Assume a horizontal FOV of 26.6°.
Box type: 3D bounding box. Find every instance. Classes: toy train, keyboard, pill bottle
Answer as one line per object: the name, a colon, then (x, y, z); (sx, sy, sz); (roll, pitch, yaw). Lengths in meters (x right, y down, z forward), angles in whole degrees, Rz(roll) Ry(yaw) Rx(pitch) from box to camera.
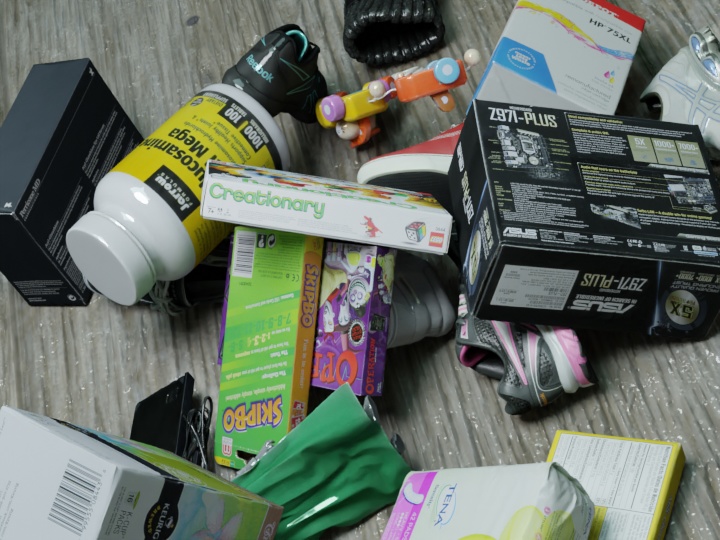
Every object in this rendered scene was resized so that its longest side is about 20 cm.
toy train: (0.033, -0.155, 1.422); (0.148, 0.056, 0.200); (-19, 6, -7)
keyboard: (-0.162, 0.184, 1.290); (0.104, 0.039, 0.202); (-30, 41, 34)
pill bottle: (-0.162, -0.065, 1.347); (0.112, 0.113, 0.200); (18, 52, 36)

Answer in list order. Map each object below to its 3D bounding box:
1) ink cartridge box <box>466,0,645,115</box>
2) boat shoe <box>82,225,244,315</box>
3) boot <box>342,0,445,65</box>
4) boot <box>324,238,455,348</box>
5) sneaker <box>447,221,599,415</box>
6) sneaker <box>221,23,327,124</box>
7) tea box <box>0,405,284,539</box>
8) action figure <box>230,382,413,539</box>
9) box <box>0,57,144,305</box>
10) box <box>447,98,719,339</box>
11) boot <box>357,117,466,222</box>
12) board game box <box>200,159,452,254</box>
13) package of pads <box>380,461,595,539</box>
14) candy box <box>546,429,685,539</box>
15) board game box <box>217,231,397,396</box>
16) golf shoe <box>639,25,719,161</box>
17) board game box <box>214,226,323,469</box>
ink cartridge box: (0.180, -0.192, 1.352); (0.115, 0.068, 0.201); (25, 45, 0)
boat shoe: (-0.169, 0.007, 1.408); (0.197, 0.074, 0.068); (-2, 40, 11)
boot: (0.070, -0.302, 1.547); (0.210, 0.080, 0.159); (-29, 37, 15)
boot: (0.000, 0.000, 1.325); (0.095, 0.074, 0.200); (-3, 38, -36)
sneaker: (0.107, 0.036, 1.243); (0.086, 0.081, 0.201); (-32, 44, -2)
sneaker: (-0.063, -0.189, 1.459); (0.075, 0.200, 0.080); (40, 105, 6)
tea box: (-0.188, 0.228, 1.101); (0.133, 0.196, 0.202); (18, 86, 36)
action figure: (-0.060, 0.176, 1.204); (0.199, 0.119, 0.055); (-32, 18, 10)
box: (-0.298, -0.087, 1.504); (0.078, 0.142, 0.202); (0, 51, 25)
box: (0.180, -0.042, 1.206); (0.197, 0.087, 0.165); (5, 47, -12)
boot: (0.097, -0.122, 1.392); (0.197, 0.073, 0.146); (-6, 49, 11)
board game box: (-0.031, -0.053, 1.246); (0.197, 0.035, 0.126); (8, 10, -7)
package of pads: (0.071, 0.232, 1.072); (0.153, 0.068, 0.202); (-11, 45, 45)
candy box: (0.163, 0.209, 1.102); (0.101, 0.027, 0.201); (5, 55, 30)
board game box: (-0.049, 0.033, 1.280); (0.199, 0.032, 0.122); (6, 94, 49)
golf shoe: (0.304, -0.115, 1.295); (0.097, 0.078, 0.201); (-37, 37, 17)
board game box: (-0.078, 0.067, 1.268); (0.095, 0.030, 0.203); (6, 88, 47)
